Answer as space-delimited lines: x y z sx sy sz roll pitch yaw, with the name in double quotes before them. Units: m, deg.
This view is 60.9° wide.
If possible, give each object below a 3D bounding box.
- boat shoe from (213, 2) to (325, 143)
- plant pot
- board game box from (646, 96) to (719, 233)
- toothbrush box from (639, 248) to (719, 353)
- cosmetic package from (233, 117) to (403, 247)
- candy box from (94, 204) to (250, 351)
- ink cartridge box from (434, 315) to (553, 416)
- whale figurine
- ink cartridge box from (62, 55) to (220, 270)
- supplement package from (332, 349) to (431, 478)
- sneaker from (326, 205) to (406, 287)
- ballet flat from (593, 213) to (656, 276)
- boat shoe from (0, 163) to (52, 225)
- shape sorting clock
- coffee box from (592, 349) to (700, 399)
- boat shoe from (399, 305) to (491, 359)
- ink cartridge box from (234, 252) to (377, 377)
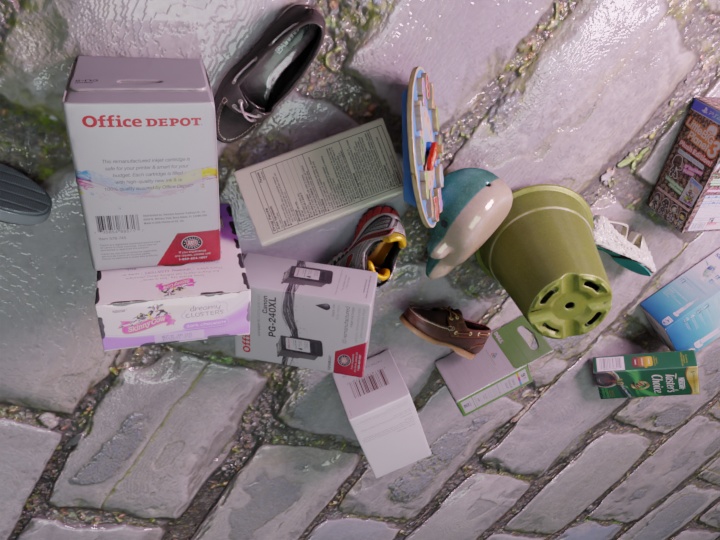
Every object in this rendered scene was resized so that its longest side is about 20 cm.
"boat shoe" -0.114 -0.227 0.725 0.067 0.057 0.200 29 112 -35
"plant pot" 0.292 0.000 0.943 0.199 0.190 0.200 -2 126 -2
"board game box" 0.604 -0.173 1.012 0.159 0.097 0.200 -4 127 -18
"toothbrush box" 0.695 0.070 1.244 0.200 0.085 0.146 -38 129 12
"cosmetic package" -0.050 -0.111 0.796 0.200 0.087 0.104 -20 94 -5
"candy box" -0.234 0.000 0.762 0.167 0.200 0.072 -4 127 -17
"ink cartridge box" 0.252 0.177 1.147 0.200 0.104 0.059 -29 131 2
"whale figurine" 0.143 -0.072 0.928 0.159 0.104 0.200 -37 163 -33
"ink cartridge box" -0.241 -0.125 0.698 0.145 0.145 0.200 -4 128 -17
"supplement package" 0.041 0.266 1.127 0.117 0.117 0.200 -22 130 -4
"sneaker" 0.000 0.000 0.928 0.078 0.082 0.200 16 120 -30
"ballet flat" 0.467 -0.047 1.083 0.200 0.072 0.072 21 116 -33
"boat shoe" -0.463 -0.094 0.700 0.200 0.072 0.062 20 135 -23
"shape sorting clock" 0.085 -0.154 0.774 0.039 0.200 0.200 1 132 15
"coffee box" 0.604 0.223 1.295 0.200 0.044 0.123 -8 138 23
"boat shoe" 0.152 0.095 1.072 0.200 0.070 0.070 24 111 -41
"ink cartridge box" -0.083 0.066 0.898 0.199 0.083 0.146 8 126 3
